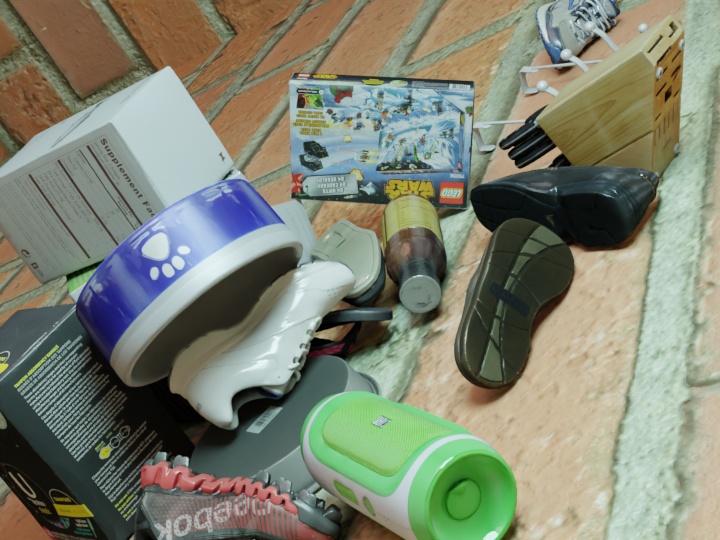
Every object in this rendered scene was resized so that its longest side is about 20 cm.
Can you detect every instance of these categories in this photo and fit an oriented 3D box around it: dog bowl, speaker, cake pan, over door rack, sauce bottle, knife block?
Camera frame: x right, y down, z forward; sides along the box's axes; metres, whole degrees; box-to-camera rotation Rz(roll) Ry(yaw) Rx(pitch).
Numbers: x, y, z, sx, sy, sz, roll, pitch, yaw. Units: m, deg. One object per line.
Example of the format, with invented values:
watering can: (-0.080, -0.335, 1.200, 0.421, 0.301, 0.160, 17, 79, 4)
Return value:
dog bowl: (-0.152, 0.012, 1.088, 0.200, 0.079, 0.200, -39, -10, -8)
speaker: (0.029, 0.143, 0.882, 0.088, 0.089, 0.200, -41, 21, -18)
cake pan: (-0.074, 0.147, 1.095, 0.200, 0.037, 0.200, -30, 21, 13)
over door rack: (0.229, -0.220, 1.412, 0.199, 0.067, 0.148, -11, 29, 46)
sauce bottle: (0.054, -0.016, 1.228, 0.066, 0.066, 0.200, -29, 23, 13)
knife block: (0.211, -0.155, 1.153, 0.175, 0.201, 0.064, 20, 51, 29)

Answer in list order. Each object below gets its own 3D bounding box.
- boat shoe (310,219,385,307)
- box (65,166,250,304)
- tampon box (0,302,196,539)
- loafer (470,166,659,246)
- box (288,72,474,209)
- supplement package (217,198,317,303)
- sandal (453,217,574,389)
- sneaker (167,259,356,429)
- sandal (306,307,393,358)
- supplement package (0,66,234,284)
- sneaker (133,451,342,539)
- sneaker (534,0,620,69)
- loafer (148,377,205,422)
boat shoe: (0.000, 0.000, 1.255, 0.072, 0.068, 0.200, -40, 16, 1)
box: (-0.204, -0.041, 1.208, 0.200, 0.036, 0.144, -35, 21, -5)
tampon box: (-0.285, 0.149, 1.173, 0.150, 0.200, 0.126, -8, 33, 51)
loafer: (0.188, -0.063, 1.135, 0.072, 0.073, 0.200, -36, 28, -32)
box: (0.022, -0.141, 1.328, 0.199, 0.138, 0.040, 4, 27, 5)
supplement package: (-0.133, 0.004, 1.300, 0.113, 0.110, 0.200, -22, 0, 27)
sandal: (0.123, 0.029, 1.036, 0.055, 0.082, 0.200, -44, 14, 48)
sneaker: (-0.077, 0.069, 1.116, 0.200, 0.087, 0.075, -40, -23, -13)
sandal: (-0.052, 0.071, 1.202, 0.199, 0.045, 0.075, -15, -9, 27)
supplement package: (-0.243, -0.087, 1.153, 0.199, 0.118, 0.117, -19, 24, 33)
sneaker: (-0.103, 0.207, 0.962, 0.200, 0.071, 0.098, 3, 64, 34)
sneaker: (0.284, -0.328, 1.562, 0.085, 0.077, 0.200, -15, 28, 32)
loafer: (-0.202, 0.121, 1.288, 0.199, 0.076, 0.068, -19, 31, 35)
